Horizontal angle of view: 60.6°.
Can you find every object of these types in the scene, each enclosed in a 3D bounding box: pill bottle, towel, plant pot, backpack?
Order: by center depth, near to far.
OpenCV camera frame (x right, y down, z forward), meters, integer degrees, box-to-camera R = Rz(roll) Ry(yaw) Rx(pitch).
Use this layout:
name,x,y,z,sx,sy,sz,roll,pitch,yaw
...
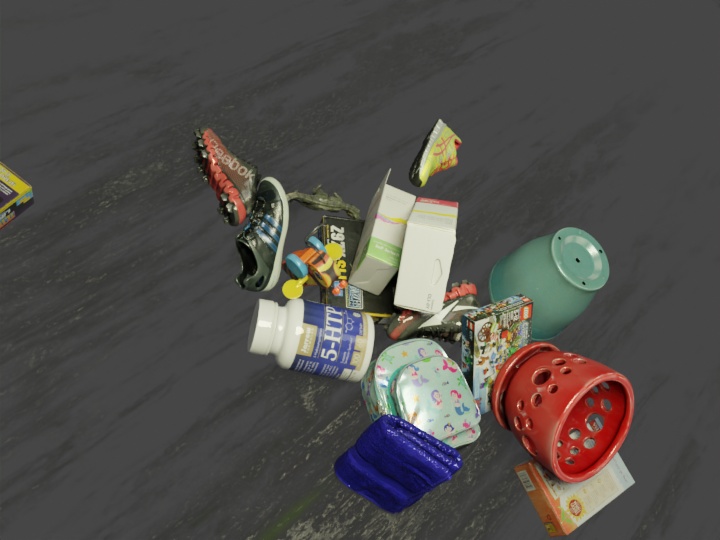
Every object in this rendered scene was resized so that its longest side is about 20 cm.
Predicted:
name,x,y,z,sx,sy,sz,roll,pitch,yaw
towel,0.051,0.308,0.953,0.146,0.201,0.050,29,45,-4
pill bottle,-0.086,0.113,1.044,0.196,0.120,0.122,13,60,-16
backpack,0.098,0.220,1.056,0.175,0.151,0.203,-11,64,-25
plant pot,0.343,0.232,1.078,0.197,0.204,0.182,-12,26,-27
plant pot,0.393,0.015,1.252,0.196,0.188,0.204,10,60,-18

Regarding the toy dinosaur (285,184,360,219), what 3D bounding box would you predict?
name,x,y,z,sx,sy,sz,roll,pitch,yaw
toy dinosaur,-0.089,-0.137,1.194,0.197,0.048,0.088,4,21,-36

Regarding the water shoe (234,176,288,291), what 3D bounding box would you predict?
name,x,y,z,sx,sy,sz,roll,pitch,yaw
water shoe,-0.176,-0.064,1.076,0.078,0.071,0.204,2,92,-48

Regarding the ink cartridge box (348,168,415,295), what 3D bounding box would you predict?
name,x,y,z,sx,sy,sz,roll,pitch,yaw
ink cartridge box,0.044,-0.073,1.136,0.066,0.117,0.203,20,59,-9

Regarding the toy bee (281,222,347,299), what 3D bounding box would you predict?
name,x,y,z,sx,sy,sz,roll,pitch,yaw
toy bee,-0.079,0.003,1.063,0.131,0.200,0.109,-41,94,-2

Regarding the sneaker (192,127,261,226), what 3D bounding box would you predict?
name,x,y,z,sx,sy,sz,roll,pitch,yaw
sneaker,-0.242,-0.183,1.150,0.097,0.071,0.203,-22,77,-30

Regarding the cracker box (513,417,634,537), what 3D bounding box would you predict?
name,x,y,z,sx,sy,sz,roll,pitch,yaw
cracker box,0.398,0.380,1.145,0.197,0.058,0.136,-19,73,-28

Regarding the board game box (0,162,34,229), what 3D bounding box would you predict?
name,x,y,z,sx,sy,sz,roll,pitch,yaw
board game box,-0.655,-0.129,0.969,0.199,0.057,0.166,37,55,-1

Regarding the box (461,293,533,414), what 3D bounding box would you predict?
name,x,y,z,sx,sy,sz,roll,pitch,yaw
box,0.249,0.156,1.126,0.134,0.204,0.038,-16,27,-24

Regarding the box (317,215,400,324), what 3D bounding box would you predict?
name,x,y,z,sx,sy,sz,roll,pitch,yaw
box,0.000,0.000,1.180,0.157,0.049,0.204,6,63,-18

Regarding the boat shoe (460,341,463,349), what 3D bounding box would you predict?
name,x,y,z,sx,sy,sz,roll,pitch,yaw
boat shoe,0.232,0.127,1.202,0.197,0.069,0.085,25,66,-8

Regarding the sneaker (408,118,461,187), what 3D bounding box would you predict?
name,x,y,z,sx,sy,sz,roll,pitch,yaw
sneaker,0.173,-0.251,1.363,0.090,0.078,0.202,32,56,-6

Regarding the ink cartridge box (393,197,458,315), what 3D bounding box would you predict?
name,x,y,z,sx,sy,sz,roll,pitch,yaw
ink cartridge box,0.117,-0.033,1.065,0.082,0.148,0.200,10,19,7

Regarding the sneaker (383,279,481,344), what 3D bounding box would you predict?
name,x,y,z,sx,sy,sz,roll,pitch,yaw
sneaker,0.141,0.093,1.114,0.197,0.071,0.099,-19,65,-20
